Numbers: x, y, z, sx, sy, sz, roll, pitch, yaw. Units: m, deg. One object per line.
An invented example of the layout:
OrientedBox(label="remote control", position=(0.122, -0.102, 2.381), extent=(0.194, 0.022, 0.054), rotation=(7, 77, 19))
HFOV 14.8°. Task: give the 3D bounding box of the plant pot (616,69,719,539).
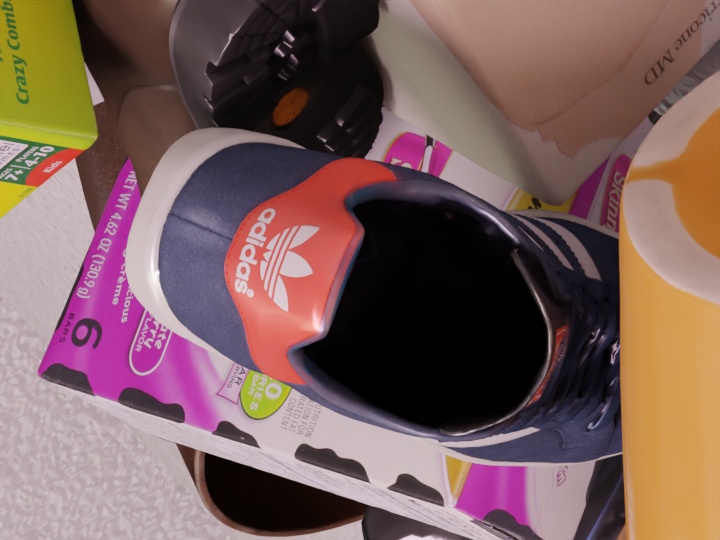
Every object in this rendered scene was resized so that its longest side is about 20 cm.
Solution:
OrientedBox(label="plant pot", position=(0.144, 0.044, 0.685), extent=(0.200, 0.200, 0.184), rotation=(31, 147, 50))

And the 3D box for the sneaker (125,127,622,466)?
OrientedBox(label="sneaker", position=(0.037, 0.019, 0.717), extent=(0.199, 0.075, 0.084), rotation=(13, -175, -41))

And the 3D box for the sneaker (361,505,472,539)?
OrientedBox(label="sneaker", position=(0.083, 0.130, 1.039), extent=(0.200, 0.091, 0.076), rotation=(43, 178, -5))

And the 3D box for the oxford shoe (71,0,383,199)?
OrientedBox(label="oxford shoe", position=(-0.042, -0.058, 0.770), extent=(0.084, 0.073, 0.200), rotation=(44, 158, 17))

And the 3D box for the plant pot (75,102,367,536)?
OrientedBox(label="plant pot", position=(-0.030, -0.035, 1.069), extent=(0.200, 0.187, 0.187), rotation=(54, 175, 30))

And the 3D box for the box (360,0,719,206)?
OrientedBox(label="box", position=(0.023, -0.118, 0.717), extent=(0.078, 0.095, 0.200), rotation=(34, 167, 40))

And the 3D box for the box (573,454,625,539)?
OrientedBox(label="box", position=(0.140, 0.098, 0.903), extent=(0.200, 0.086, 0.164), rotation=(49, -165, 22))

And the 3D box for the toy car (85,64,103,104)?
OrientedBox(label="toy car", position=(-0.093, -0.120, 0.839), extent=(0.177, 0.200, 0.185), rotation=(35, 166, 37))

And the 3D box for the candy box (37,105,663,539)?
OrientedBox(label="candy box", position=(0.000, 0.000, 0.875), extent=(0.200, 0.137, 0.061), rotation=(13, 168, 45))

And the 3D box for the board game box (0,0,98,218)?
OrientedBox(label="board game box", position=(-0.133, -0.104, 0.756), extent=(0.047, 0.101, 0.201), rotation=(9, -122, -40))
